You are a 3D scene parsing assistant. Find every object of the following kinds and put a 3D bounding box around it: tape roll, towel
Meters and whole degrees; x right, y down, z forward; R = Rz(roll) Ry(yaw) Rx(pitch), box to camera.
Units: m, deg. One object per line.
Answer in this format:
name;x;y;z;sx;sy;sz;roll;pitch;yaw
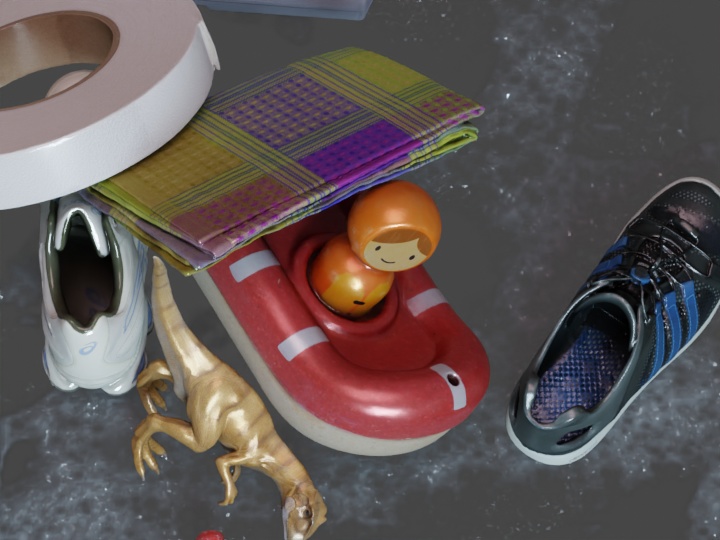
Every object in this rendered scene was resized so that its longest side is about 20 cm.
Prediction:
tape roll;-0.182;-0.104;1.601;0.203;0.037;0.203;-12;32;8
towel;-0.048;-0.065;1.555;0.200;0.023;0.144;-28;35;-26

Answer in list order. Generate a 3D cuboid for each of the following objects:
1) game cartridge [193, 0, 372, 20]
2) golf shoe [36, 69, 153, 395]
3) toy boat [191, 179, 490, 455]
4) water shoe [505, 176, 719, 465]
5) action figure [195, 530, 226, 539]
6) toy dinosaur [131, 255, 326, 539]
game cartridge;-0.038;-0.251;1.724;0.133;0.040;0.200;5;70;-5
golf shoe;-0.150;-0.033;1.606;0.078;0.097;0.200;-6;68;-2
toy boat;0.000;0.000;1.566;0.130;0.131;0.200;-19;69;-43
water shoe;0.157;0.024;1.606;0.071;0.079;0.200;32;72;9
action figure;-0.068;0.237;1.537;0.065;0.052;0.200;-10;68;-2
toy dinosaur;-0.086;0.065;1.563;0.200;0.106;0.060;55;39;-23
